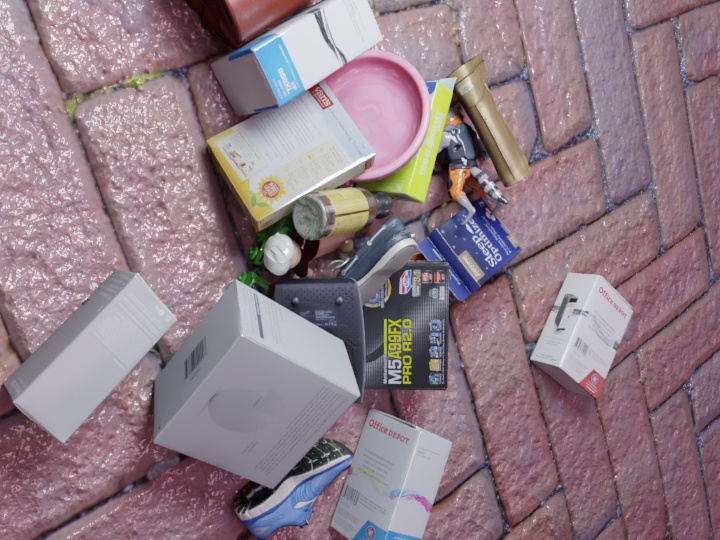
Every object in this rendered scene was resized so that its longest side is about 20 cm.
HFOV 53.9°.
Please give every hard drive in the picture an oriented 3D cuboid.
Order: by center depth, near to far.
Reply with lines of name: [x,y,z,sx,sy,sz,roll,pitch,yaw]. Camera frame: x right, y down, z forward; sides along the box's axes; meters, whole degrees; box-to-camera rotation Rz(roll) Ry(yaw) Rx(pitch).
hard drive: [-0.058,0.103,1.046,0.131,0.043,0.205,-1,115,2]

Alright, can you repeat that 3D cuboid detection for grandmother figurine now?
grandmother figurine: [-0.072,-0.042,1.017,0.199,0.059,0.125,-32,124,-57]

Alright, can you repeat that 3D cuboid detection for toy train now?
toy train: [-0.134,-0.026,1.030,0.041,0.056,0.204,29,78,-31]

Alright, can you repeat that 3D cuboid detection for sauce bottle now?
sauce bottle: [-0.018,-0.084,1.002,0.199,0.063,0.067,-14,103,-58]

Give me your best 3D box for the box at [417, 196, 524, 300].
box: [0.191,-0.041,1.203,0.122,0.032,0.199,52,47,5]

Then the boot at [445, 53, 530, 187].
boot: [0.215,-0.250,1.183,0.202,0.065,0.175,58,28,-10]

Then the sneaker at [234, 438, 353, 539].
sneaker: [-0.094,0.335,1.085,0.197,0.078,0.091,-29,117,-20]

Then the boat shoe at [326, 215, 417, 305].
boat shoe: [0.000,0.000,1.060,0.074,0.200,0.063,0,53,-49]

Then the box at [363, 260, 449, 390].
box: [0.062,0.086,1.130,0.156,0.044,0.206,1,95,3]

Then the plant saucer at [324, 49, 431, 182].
plant saucer: [0.009,-0.225,1.058,0.051,0.196,0.205,47,63,-72]

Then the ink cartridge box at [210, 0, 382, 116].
ink cartridge box: [-0.088,-0.304,0.984,0.199,0.143,0.085,-39,115,-24]

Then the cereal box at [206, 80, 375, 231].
cereal box: [-0.096,-0.163,0.990,0.197,0.040,0.145,-30,73,-16]

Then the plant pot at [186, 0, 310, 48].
plant pot: [-0.135,-0.412,0.927,0.195,0.200,0.202,-42,115,-14]

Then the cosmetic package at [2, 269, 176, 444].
cosmetic package: [-0.334,0.101,0.877,0.200,0.106,0.091,-48,118,-23]

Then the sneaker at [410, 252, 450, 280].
sneaker: [0.135,0.002,1.204,0.196,0.077,0.075,-15,104,-30]

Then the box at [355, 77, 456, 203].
box: [0.071,-0.212,1.111,0.047,0.120,0.205,20,83,-44]

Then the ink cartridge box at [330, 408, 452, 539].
ink cartridge box: [0.048,0.341,1.132,0.084,0.143,0.205,23,81,-32]

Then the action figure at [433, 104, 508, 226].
action figure: [0.190,-0.189,1.199,0.197,0.104,0.197,-21,86,-35]

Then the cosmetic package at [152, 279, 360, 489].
cosmetic package: [-0.142,0.158,0.953,0.198,0.124,0.200,33,109,-30]

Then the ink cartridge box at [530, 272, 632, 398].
ink cartridge box: [0.445,0.128,1.419,0.146,0.082,0.203,36,75,-31]
